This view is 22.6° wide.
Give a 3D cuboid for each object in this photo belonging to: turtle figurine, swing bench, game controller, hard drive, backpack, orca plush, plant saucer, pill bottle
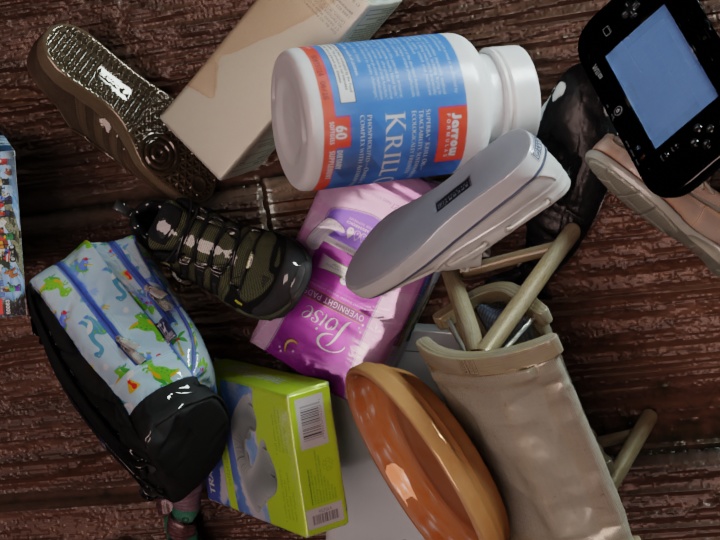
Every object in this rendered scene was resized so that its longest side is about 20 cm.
[{"bbox_3d":[-0.175,0.271,1.624,0.149,0.100,0.202,23,111,55],"label":"turtle figurine"},{"bbox_3d":[0.137,0.104,1.407,0.129,0.200,0.200,-15,113,20],"label":"swing bench"},{"bbox_3d":[0.233,-0.145,1.376,0.104,0.042,0.201,-34,47,16],"label":"game controller"},{"bbox_3d":[0.033,0.146,1.566,0.130,0.027,0.202,3,102,17],"label":"hard drive"},{"bbox_3d":[-0.193,0.069,1.490,0.199,0.164,0.154,36,73,20],"label":"backpack"},{"bbox_3d":[0.152,-0.067,1.460,0.105,0.071,0.201,33,109,9],"label":"orca plush"},{"bbox_3d":[0.056,0.154,1.402,0.037,0.200,0.201,-31,91,-14],"label":"plant saucer"},{"bbox_3d":[0.037,-0.128,1.424,0.198,0.112,0.114,-8,101,-17],"label":"pill bottle"}]

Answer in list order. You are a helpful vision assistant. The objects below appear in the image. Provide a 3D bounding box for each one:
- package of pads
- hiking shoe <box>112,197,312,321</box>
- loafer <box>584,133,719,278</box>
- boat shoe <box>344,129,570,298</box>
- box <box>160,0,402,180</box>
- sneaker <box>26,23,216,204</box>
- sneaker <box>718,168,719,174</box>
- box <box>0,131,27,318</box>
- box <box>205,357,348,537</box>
[{"bbox_3d":[0.000,0.000,1.505,0.120,0.076,0.202,27,97,15],"label":"package of pads"},{"bbox_3d":[-0.125,-0.013,1.482,0.199,0.100,0.076,16,87,47],"label":"hiking shoe"},{"bbox_3d":[0.268,-0.050,1.427,0.199,0.072,0.063,38,85,-7],"label":"loafer"},{"bbox_3d":[0.076,-0.028,1.413,0.199,0.074,0.065,-33,124,28],"label":"boat shoe"},{"bbox_3d":[-0.066,-0.175,1.496,0.078,0.095,0.200,45,109,5],"label":"box"},{"bbox_3d":[-0.208,-0.130,1.573,0.200,0.071,0.075,47,150,-9],"label":"sneaker"},{"bbox_3d":[0.325,-0.097,1.366,0.114,0.075,0.202,-19,62,10],"label":"sneaker"},{"bbox_3d":[-0.318,-0.045,1.553,0.037,0.200,0.138,-5,101,-15],"label":"box"},{"bbox_3d":[-0.086,0.145,1.531,0.199,0.047,0.123,7,108,58],"label":"box"}]
